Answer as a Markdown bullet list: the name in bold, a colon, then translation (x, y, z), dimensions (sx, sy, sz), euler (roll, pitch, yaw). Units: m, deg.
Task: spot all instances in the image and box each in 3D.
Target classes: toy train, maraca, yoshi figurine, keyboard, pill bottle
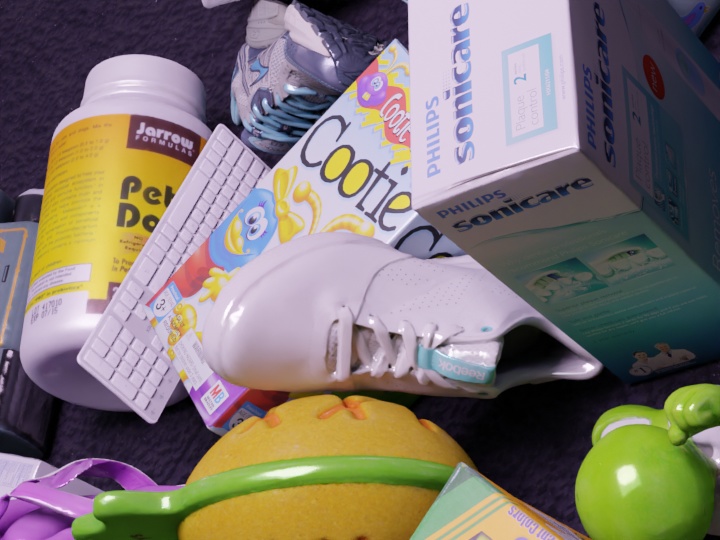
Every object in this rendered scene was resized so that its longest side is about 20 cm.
- **toy train**: translation (-0.240, 0.037, 1.125), dimensions (0.113, 0.085, 0.202), euler (-4, 61, 25)
- **maraca**: translation (-0.034, 0.117, 0.812), dimensions (0.197, 0.137, 0.108), euler (-9, 61, 14)
- **yoshi figurine**: translation (0.172, 0.092, 0.726), dimensions (0.198, 0.111, 0.114), euler (-4, 70, 42)
- **keyboard**: translation (-0.098, -0.003, 0.991), dimensions (0.011, 0.056, 0.201), euler (-24, 29, 40)
- **pill bottle**: translation (-0.139, -0.025, 1.050), dimensions (0.108, 0.109, 0.202), euler (-17, 57, 32)

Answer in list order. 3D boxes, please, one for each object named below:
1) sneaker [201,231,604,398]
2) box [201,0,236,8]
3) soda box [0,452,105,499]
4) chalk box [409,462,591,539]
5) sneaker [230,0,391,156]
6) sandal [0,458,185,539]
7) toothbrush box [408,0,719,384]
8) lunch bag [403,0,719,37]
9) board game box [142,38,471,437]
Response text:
- **sneaker**: translation (0.026, 0.031, 0.819), dimensions (0.088, 0.198, 0.076), euler (41, 128, 52)
- **box**: translation (-0.050, -0.307, 1.041), dimensions (0.169, 0.201, 0.200), euler (-15, 50, -7)
- **soda box**: translation (-0.216, 0.211, 1.007), dimensions (0.063, 0.068, 0.202), euler (4, 68, 41)
- **chalk box**: translation (0.057, 0.211, 0.740), dimensions (0.124, 0.124, 0.201), euler (32, 89, 46)
- **sneaker**: translation (-0.030, -0.103, 1.009), dimensions (0.087, 0.077, 0.200), euler (-67, 16, 3)
- **sandal**: translation (-0.139, 0.122, 0.931), dimensions (0.082, 0.200, 0.050), euler (-142, 48, -73)
- **toothbrush box**: translation (0.107, -0.058, 0.798), dimensions (0.085, 0.200, 0.148), euler (-19, 54, 30)
- **lunch bag**: translation (0.107, -0.174, 0.951), dimensions (0.161, 0.077, 0.200), euler (-52, 45, 3)
- **board game box**: translation (0.000, 0.000, 0.922), dimensions (0.200, 0.105, 0.103), euler (-46, 46, 10)
